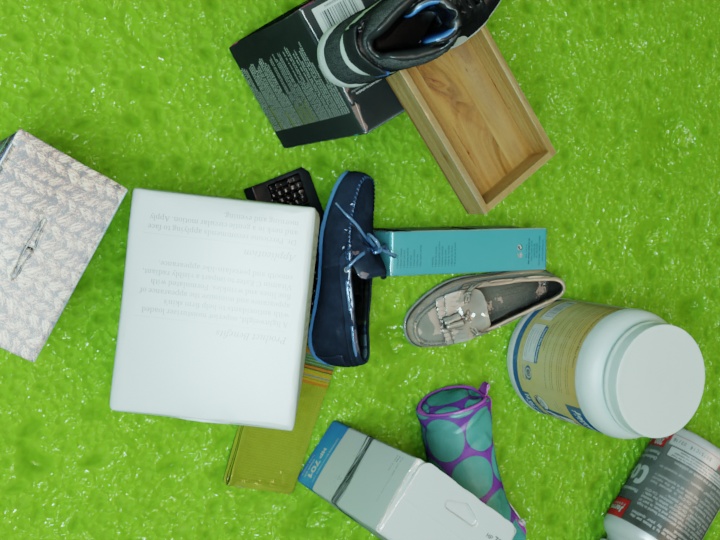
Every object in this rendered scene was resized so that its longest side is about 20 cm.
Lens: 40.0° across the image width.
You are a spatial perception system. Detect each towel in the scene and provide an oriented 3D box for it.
[{"bbox_3d":[-0.079,0.142,1.055,0.086,0.018,0.200,15,97,-25],"label":"towel"}]

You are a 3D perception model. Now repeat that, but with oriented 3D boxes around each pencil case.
[{"bbox_3d":[0.129,0.235,1.140,0.092,0.085,0.200,-17,101,-7],"label":"pencil case"}]

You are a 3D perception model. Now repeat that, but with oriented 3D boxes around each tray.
[{"bbox_3d":[0.090,-0.161,0.901,0.099,0.037,0.200,-40,108,-18],"label":"tray"}]

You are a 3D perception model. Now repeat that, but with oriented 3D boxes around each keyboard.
[{"bbox_3d":[-0.064,-0.002,1.059,0.104,0.040,0.200,-25,103,-22],"label":"keyboard"}]

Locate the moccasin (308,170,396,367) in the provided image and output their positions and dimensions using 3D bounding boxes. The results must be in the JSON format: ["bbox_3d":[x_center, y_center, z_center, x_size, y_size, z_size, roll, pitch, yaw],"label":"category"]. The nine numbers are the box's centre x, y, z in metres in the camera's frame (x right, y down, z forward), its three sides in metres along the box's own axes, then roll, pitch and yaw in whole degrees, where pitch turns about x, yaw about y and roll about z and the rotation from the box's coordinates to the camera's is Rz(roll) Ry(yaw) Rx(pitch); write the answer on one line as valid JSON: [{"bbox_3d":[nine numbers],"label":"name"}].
[{"bbox_3d":[0.000,0.000,1.014,0.080,0.068,0.201,-6,103,-59],"label":"moccasin"}]

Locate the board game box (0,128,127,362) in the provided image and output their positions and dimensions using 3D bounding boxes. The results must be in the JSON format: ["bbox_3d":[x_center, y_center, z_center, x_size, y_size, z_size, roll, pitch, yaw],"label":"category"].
[{"bbox_3d":[-0.300,-0.025,0.858,0.097,0.200,0.160,30,82,-23],"label":"board game box"}]

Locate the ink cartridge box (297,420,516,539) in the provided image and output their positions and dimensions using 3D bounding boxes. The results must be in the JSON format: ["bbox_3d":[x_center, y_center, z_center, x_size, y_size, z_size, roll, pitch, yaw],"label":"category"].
[{"bbox_3d":[0.043,0.244,1.036,0.146,0.200,0.086,39,78,-22],"label":"ink cartridge box"}]

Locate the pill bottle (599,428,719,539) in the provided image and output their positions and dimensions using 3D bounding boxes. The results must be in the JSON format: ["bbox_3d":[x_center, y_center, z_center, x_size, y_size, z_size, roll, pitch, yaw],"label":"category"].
[{"bbox_3d":[0.378,0.306,1.245,0.114,0.114,0.200,40,77,-22],"label":"pill bottle"}]

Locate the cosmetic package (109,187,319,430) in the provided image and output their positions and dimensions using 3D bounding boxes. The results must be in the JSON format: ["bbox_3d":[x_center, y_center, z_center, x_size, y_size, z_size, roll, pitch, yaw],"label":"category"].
[{"bbox_3d":[-0.129,0.033,0.936,0.164,0.165,0.201,7,92,-1],"label":"cosmetic package"}]

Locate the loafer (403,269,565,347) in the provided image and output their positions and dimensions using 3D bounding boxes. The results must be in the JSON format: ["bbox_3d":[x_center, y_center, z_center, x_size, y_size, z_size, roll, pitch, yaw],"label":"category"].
[{"bbox_3d":[0.146,0.038,1.145,0.200,0.063,0.072,-19,102,-23],"label":"loafer"}]

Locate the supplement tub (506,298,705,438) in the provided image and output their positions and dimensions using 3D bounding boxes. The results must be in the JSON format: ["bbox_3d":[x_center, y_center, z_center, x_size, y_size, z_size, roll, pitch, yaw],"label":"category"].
[{"bbox_3d":[0.277,0.111,1.136,0.144,0.200,0.145,-2,94,-24],"label":"supplement tub"}]

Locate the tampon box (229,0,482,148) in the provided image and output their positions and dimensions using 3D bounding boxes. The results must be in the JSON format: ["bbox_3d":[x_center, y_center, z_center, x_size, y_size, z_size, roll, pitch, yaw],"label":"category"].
[{"bbox_3d":[-0.012,-0.215,0.979,0.150,0.200,0.126,-34,107,-20],"label":"tampon box"}]

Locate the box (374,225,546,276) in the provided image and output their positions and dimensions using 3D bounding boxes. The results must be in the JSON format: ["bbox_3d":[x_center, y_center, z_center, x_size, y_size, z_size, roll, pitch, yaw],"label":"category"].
[{"bbox_3d":[0.105,-0.024,1.111,0.200,0.082,0.049,-2,95,-24],"label":"box"}]

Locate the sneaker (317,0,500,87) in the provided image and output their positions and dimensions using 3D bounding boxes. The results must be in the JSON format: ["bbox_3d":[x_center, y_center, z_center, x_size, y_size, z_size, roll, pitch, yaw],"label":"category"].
[{"bbox_3d":[0.069,-0.209,0.805,0.200,0.112,0.073,-35,108,-20],"label":"sneaker"}]
